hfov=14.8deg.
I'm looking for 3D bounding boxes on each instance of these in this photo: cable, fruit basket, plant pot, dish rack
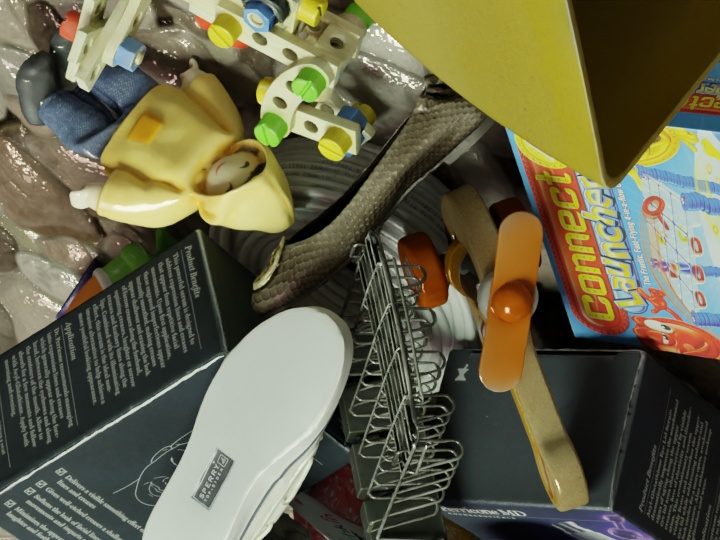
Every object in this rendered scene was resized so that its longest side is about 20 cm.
[{"bbox_3d":[0.000,0.000,1.782,0.200,0.069,0.200,-18,123,47],"label":"cable"},{"bbox_3d":[0.017,0.156,1.822,0.200,0.094,0.185,26,-172,-43],"label":"fruit basket"},{"bbox_3d":[0.089,-0.197,1.367,0.176,0.200,0.200,23,147,32],"label":"plant pot"},{"bbox_3d":[0.022,0.069,1.618,0.054,0.154,0.200,-8,157,-11],"label":"dish rack"}]

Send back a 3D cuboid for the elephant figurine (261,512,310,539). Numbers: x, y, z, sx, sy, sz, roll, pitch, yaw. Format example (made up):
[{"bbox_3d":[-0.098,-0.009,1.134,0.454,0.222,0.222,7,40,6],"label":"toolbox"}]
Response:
[{"bbox_3d":[-0.028,0.254,1.739,0.200,0.155,0.142,35,108,-24],"label":"elephant figurine"}]

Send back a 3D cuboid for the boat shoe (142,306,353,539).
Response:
[{"bbox_3d":[-0.057,0.104,1.638,0.072,0.066,0.201,34,110,20],"label":"boat shoe"}]

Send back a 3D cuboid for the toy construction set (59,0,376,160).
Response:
[{"bbox_3d":[-0.079,-0.141,1.650,0.199,0.092,0.131,16,145,2],"label":"toy construction set"}]

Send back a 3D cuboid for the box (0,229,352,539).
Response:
[{"bbox_3d":[-0.128,0.094,1.734,0.199,0.107,0.148,-31,136,17],"label":"box"}]

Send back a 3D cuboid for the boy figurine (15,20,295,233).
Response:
[{"bbox_3d":[-0.126,-0.076,1.716,0.200,0.124,0.065,34,157,29],"label":"boy figurine"}]

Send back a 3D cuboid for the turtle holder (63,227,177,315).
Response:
[{"bbox_3d":[-0.132,0.074,1.888,0.141,0.132,0.186,46,175,45],"label":"turtle holder"}]

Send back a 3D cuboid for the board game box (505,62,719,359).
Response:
[{"bbox_3d":[0.199,-0.033,1.600,0.195,0.056,0.200,8,140,29],"label":"board game box"}]

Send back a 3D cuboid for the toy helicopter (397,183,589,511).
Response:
[{"bbox_3d":[0.093,0.043,1.619,0.132,0.079,0.201,116,134,-78],"label":"toy helicopter"}]

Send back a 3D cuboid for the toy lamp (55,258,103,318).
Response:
[{"bbox_3d":[-0.123,0.070,1.974,0.200,0.058,0.058,34,146,-5],"label":"toy lamp"}]

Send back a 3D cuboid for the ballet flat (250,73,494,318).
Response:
[{"bbox_3d":[0.002,-0.049,1.646,0.200,0.067,0.046,-43,105,13],"label":"ballet flat"}]

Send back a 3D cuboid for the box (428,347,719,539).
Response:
[{"bbox_3d":[0.153,0.131,1.749,0.147,0.105,0.200,-1,157,38],"label":"box"}]
